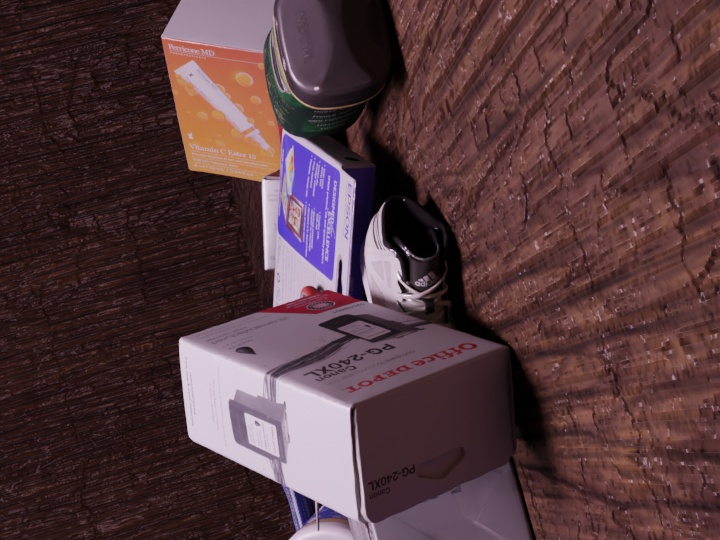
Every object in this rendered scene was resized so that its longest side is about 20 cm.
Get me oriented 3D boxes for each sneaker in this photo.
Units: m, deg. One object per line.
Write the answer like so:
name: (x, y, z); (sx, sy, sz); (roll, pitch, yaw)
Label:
sneaker: (0.040, 0.038, 1.001); (0.116, 0.075, 0.203); (92, 164, -70)

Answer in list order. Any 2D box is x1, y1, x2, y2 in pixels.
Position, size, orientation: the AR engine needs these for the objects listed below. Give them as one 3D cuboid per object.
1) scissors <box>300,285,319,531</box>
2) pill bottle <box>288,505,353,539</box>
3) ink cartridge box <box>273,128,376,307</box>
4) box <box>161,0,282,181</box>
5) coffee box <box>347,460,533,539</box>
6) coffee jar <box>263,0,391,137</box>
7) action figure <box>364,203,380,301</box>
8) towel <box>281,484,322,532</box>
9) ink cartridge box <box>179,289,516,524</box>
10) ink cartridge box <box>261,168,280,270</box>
scissors: (-0.039, 0.116, 1.126); (0.073, 0.014, 0.202); (148, 119, -66)
pill bottle: (0.005, 0.270, 1.301); (0.200, 0.118, 0.121); (-29, -74, -69)
ink cartridge box: (-0.027, -0.007, 1.158); (0.200, 0.043, 0.200); (-136, 48, -63)
box: (-0.134, -0.205, 1.494); (0.201, 0.123, 0.098); (84, -160, -49)
coffee box: (0.055, 0.197, 1.054); (0.200, 0.112, 0.081); (131, 124, -81)
coffee jar: (-0.029, -0.171, 1.071); (0.200, 0.084, 0.106); (165, 94, -83)
action figure: (0.000, 0.000, 1.261); (0.130, 0.069, 0.202); (76, 180, -64)
towel: (-0.045, 0.213, 1.407); (0.200, 0.024, 0.146); (-56, -45, -67)
ink cartridge box: (-0.010, 0.086, 0.927); (0.199, 0.144, 0.084); (15, 115, 48)
ink cartridge box: (-0.074, -0.099, 1.400); (0.200, 0.043, 0.176); (-74, -18, -83)
